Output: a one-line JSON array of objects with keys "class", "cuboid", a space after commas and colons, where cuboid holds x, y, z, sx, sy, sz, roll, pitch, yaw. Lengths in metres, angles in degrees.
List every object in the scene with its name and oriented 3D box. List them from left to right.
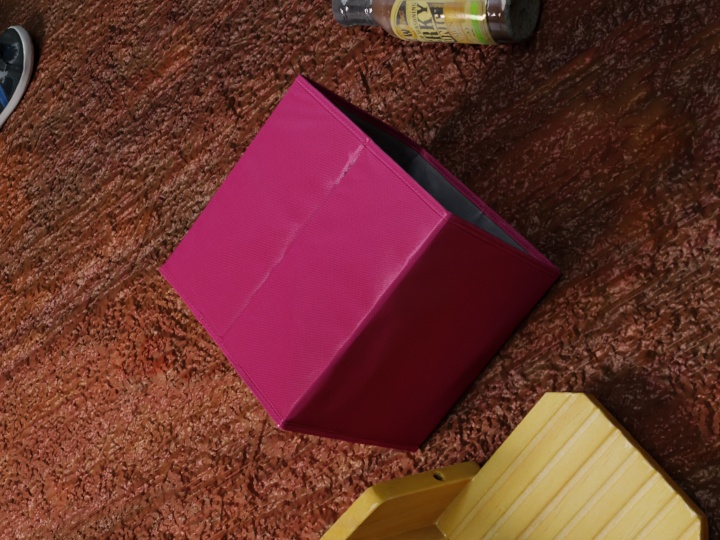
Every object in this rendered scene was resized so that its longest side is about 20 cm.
[{"class": "water shoe", "cuboid": [-0.472, -0.215, 1.338, 0.071, 0.079, 0.201, 30, 95, 36]}, {"class": "fabric cube", "cuboid": [0.000, 0.000, 0.881, 0.200, 0.196, 0.200, -52, 56, 13]}, {"class": "sauce bottle", "cuboid": [0.063, -0.239, 0.988, 0.199, 0.065, 0.065, 11, 83, 38]}, {"class": "dollhouse swing", "cuboid": [0.110, 0.202, 0.774, 0.200, 0.181, 0.176, 50, 126, 34]}]
